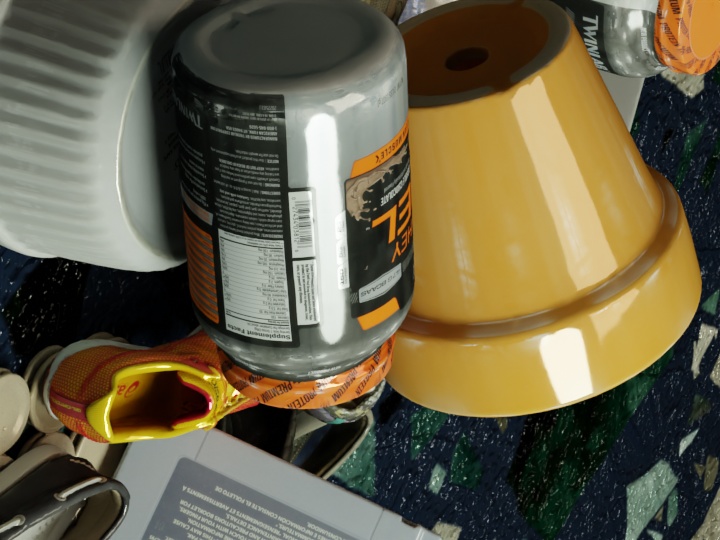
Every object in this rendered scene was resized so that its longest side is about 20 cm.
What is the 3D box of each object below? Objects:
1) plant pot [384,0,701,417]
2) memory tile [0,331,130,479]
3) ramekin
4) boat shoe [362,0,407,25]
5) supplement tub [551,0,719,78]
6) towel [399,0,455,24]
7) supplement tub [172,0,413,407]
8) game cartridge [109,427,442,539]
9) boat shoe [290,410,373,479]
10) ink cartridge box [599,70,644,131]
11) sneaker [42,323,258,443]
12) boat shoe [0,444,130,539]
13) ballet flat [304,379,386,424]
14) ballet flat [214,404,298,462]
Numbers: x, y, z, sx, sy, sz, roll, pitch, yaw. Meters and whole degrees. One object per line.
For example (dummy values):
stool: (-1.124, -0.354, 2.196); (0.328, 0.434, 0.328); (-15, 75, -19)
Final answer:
plant pot: (0.081, -0.049, 1.550); (0.200, 0.199, 0.184); (-46, 131, -38)
memory tile: (-0.202, 0.122, 1.574); (0.200, 0.017, 0.154); (-19, 121, -54)
ramekin: (-0.126, -0.094, 1.493); (0.200, 0.105, 0.201); (-36, 135, -46)
boat shoe: (-0.006, -0.135, 1.579); (0.065, 0.072, 0.201); (29, 71, -38)
supplement tub: (0.148, -0.200, 1.804); (0.122, 0.199, 0.123); (-35, 134, -46)
towel: (0.015, -0.107, 1.652); (0.199, 0.024, 0.148); (-7, 90, -40)
supplement tub: (-0.034, -0.036, 1.437); (0.122, 0.122, 0.201); (-40, 138, -43)
game cartridge: (-0.066, 0.179, 1.639); (0.042, 0.199, 0.134); (117, -1, -82)
boat shoe: (-0.067, 0.136, 1.765); (0.202, 0.060, 0.072); (-42, 141, -41)
ink cartridge box: (0.118, -0.042, 1.858); (0.147, 0.083, 0.201); (115, -4, -49)
sneaker: (-0.092, 0.068, 1.598); (0.199, 0.077, 0.073); (-17, 120, -39)
boat shoe: (-0.207, 0.173, 1.516); (0.200, 0.060, 0.074); (-41, 138, -43)
ballet flat: (0.000, 0.000, 1.685); (0.072, 0.072, 0.201); (-5, 104, -59)
ballet flat: (-0.062, 0.091, 1.709); (0.066, 0.057, 0.201); (10, 75, -24)
